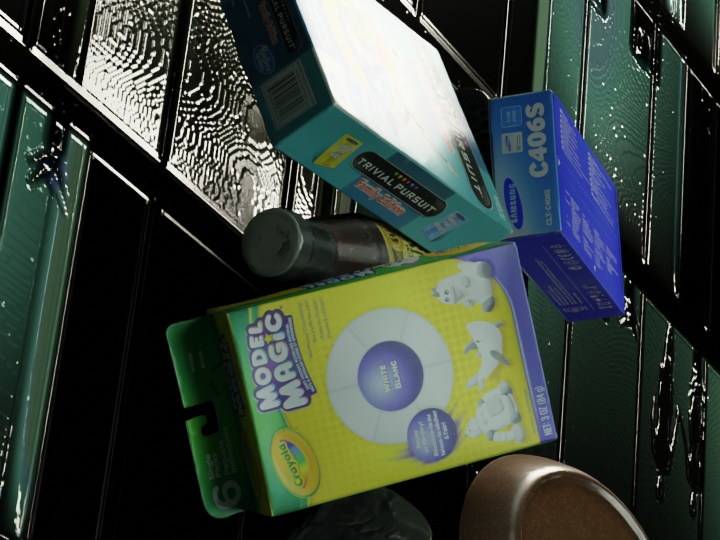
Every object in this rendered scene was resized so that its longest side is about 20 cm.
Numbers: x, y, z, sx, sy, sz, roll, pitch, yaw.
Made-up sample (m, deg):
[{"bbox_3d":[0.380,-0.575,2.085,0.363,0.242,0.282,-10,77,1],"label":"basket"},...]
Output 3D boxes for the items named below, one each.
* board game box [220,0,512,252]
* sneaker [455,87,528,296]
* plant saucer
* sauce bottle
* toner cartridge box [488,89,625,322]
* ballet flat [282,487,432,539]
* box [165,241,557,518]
[{"bbox_3d":[0.001,-0.104,1.469,0.200,0.047,0.151,32,31,-51],"label":"board game box"},{"bbox_3d":[0.090,-0.016,1.641,0.090,0.070,0.201,24,59,-55],"label":"sneaker"},{"bbox_3d":[0.145,0.209,1.641,0.200,0.034,0.201,31,44,-35],"label":"plant saucer"},{"bbox_3d":[0.000,0.000,1.478,0.200,0.066,0.066,14,69,-61],"label":"sauce bottle"},{"bbox_3d":[0.129,-0.038,1.608,0.200,0.043,0.095,44,40,-66],"label":"toner cartridge box"},{"bbox_3d":[-0.016,0.169,1.424,0.066,0.057,0.200,38,25,13],"label":"ballet flat"},{"bbox_3d":[0.000,0.060,1.366,0.200,0.048,0.118,-14,94,-17],"label":"box"}]
